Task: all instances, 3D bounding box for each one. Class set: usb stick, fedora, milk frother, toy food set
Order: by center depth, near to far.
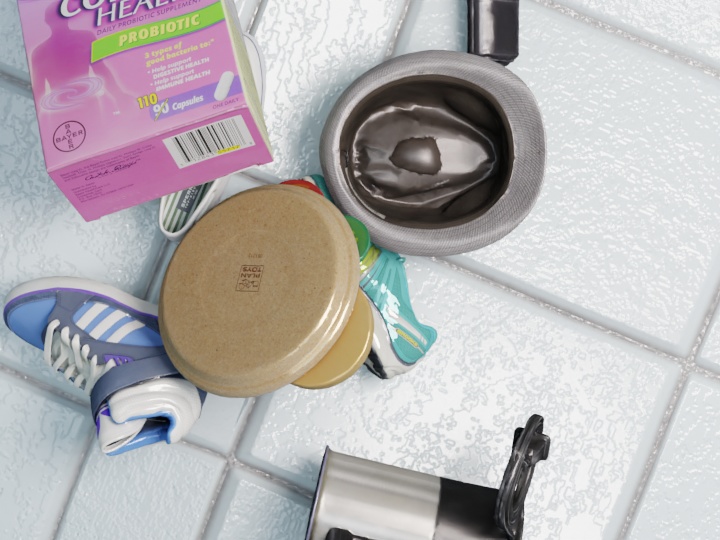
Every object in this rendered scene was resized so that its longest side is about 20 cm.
[{"bbox_3d":[-0.083,0.014,1.154,0.198,0.049,0.200,-14,62,19],"label":"toy food set"},{"bbox_3d":[0.054,0.197,1.181,0.186,0.181,0.203,13,97,-1],"label":"milk frother"},{"bbox_3d":[0.064,-0.103,1.209,0.197,0.090,0.179,-7,92,4],"label":"fedora"},{"bbox_3d":[0.119,-0.286,1.222,0.055,0.032,0.203,-3,94,-33],"label":"usb stick"}]

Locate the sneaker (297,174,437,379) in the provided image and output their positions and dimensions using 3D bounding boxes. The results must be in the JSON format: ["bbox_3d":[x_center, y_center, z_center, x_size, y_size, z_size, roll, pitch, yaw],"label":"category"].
[{"bbox_3d":[0.000,0.000,1.236,0.079,0.077,0.202,-31,96,-20],"label":"sneaker"}]

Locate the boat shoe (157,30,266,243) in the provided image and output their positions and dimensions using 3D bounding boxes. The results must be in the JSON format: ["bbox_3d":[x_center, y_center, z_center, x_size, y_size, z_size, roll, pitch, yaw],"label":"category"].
[{"bbox_3d":[-0.133,-0.119,1.220,0.073,0.067,0.203,14,93,-1],"label":"boat shoe"}]

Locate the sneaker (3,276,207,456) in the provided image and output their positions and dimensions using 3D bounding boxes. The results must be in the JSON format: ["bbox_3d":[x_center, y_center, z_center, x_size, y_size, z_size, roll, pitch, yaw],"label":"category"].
[{"bbox_3d":[-0.232,0.089,1.189,0.198,0.147,0.081,14,130,-5],"label":"sneaker"}]

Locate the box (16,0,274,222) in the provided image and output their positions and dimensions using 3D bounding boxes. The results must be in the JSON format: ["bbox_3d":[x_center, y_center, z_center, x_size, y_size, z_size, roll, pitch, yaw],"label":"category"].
[{"bbox_3d":[-0.185,-0.172,1.159,0.174,0.097,0.202,-17,64,3],"label":"box"}]
